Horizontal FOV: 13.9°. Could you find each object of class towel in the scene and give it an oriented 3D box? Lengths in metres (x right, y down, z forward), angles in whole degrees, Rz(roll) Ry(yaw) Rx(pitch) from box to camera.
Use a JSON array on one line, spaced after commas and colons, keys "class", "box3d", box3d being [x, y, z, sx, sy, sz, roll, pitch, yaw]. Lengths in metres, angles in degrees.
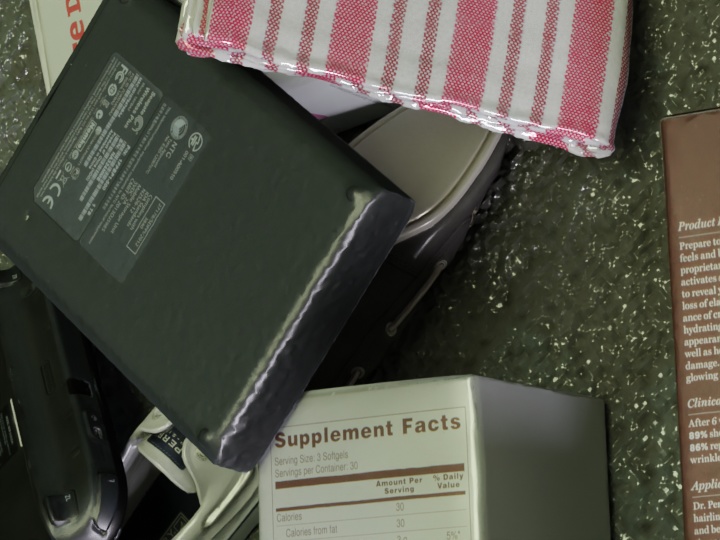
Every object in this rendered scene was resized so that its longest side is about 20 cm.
[{"class": "towel", "box3d": [0.026, -0.138, 1.292, 0.030, 0.199, 0.147, 135, 147, -67]}]

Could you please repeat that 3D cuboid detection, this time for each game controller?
[{"class": "game controller", "box3d": [-0.161, 0.081, 1.418, 0.105, 0.042, 0.200, -54, 34, 27]}]

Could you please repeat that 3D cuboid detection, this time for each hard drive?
[{"class": "hard drive", "box3d": [-0.077, -0.024, 1.301, 0.200, 0.033, 0.140, 42, 105, 39]}]

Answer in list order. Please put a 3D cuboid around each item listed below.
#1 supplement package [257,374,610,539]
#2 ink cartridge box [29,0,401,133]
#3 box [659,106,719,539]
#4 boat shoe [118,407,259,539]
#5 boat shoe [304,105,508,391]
[{"class": "supplement package", "box3d": [0.034, 0.152, 1.274, 0.117, 0.117, 0.201, -8, 78, 33]}, {"class": "ink cartridge box", "box3d": [-0.052, -0.134, 1.390, 0.199, 0.085, 0.145, -18, 73, 27]}, {"class": "box", "box3d": [0.186, 0.031, 1.225, 0.100, 0.075, 0.201, -7, 81, 31]}, {"class": "boat shoe", "box3d": [-0.073, 0.088, 1.380, 0.073, 0.065, 0.201, 34, 101, 31]}, {"class": "boat shoe", "box3d": [0.000, 0.000, 1.346, 0.067, 0.057, 0.200, 31, 75, 33]}]
